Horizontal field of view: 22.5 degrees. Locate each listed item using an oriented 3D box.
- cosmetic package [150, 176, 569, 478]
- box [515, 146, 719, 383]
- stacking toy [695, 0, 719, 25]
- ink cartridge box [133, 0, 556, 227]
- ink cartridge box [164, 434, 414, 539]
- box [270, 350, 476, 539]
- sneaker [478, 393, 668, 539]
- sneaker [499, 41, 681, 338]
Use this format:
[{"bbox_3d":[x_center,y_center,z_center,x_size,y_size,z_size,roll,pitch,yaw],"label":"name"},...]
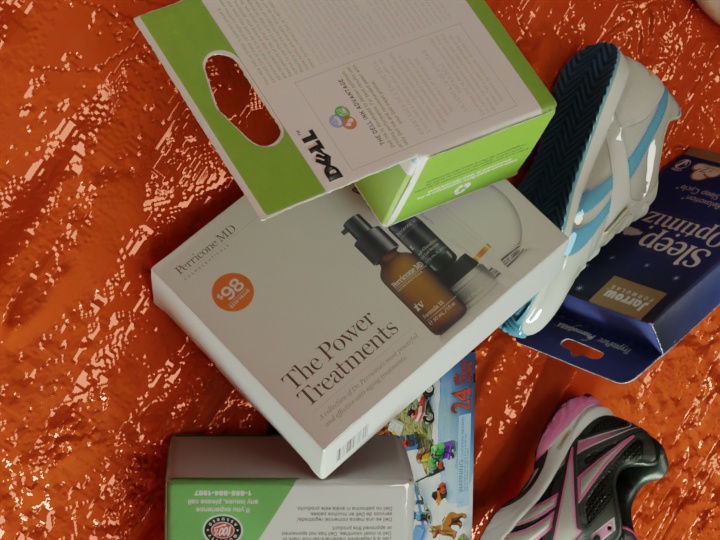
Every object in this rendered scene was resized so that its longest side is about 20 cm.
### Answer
[{"bbox_3d":[0.000,0.000,1.064,0.200,0.151,0.052,-40,161,-20],"label":"cosmetic package"},{"bbox_3d":[0.203,-0.008,1.215,0.200,0.121,0.033,-40,122,-20],"label":"box"},{"bbox_3d":[0.316,-0.261,1.240,0.146,0.146,0.201,36,66,-35],"label":"stacking toy"},{"bbox_3d":[-0.014,-0.099,1.022,0.199,0.148,0.076,-23,159,-27],"label":"ink cartridge box"},{"bbox_3d":[-0.045,0.206,1.090,0.144,0.084,0.201,1,104,-5],"label":"ink cartridge box"},{"bbox_3d":[0.009,0.154,1.174,0.136,0.038,0.201,-10,108,-33],"label":"box"},{"bbox_3d":[0.140,0.181,1.218,0.201,0.086,0.080,-62,148,-13],"label":"sneaker"},{"bbox_3d":[0.149,-0.044,1.195,0.081,0.076,0.201,26,87,-31],"label":"sneaker"}]
